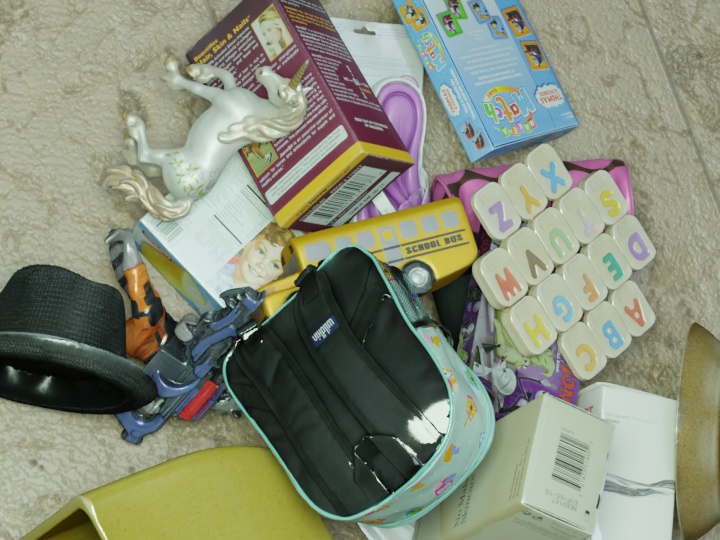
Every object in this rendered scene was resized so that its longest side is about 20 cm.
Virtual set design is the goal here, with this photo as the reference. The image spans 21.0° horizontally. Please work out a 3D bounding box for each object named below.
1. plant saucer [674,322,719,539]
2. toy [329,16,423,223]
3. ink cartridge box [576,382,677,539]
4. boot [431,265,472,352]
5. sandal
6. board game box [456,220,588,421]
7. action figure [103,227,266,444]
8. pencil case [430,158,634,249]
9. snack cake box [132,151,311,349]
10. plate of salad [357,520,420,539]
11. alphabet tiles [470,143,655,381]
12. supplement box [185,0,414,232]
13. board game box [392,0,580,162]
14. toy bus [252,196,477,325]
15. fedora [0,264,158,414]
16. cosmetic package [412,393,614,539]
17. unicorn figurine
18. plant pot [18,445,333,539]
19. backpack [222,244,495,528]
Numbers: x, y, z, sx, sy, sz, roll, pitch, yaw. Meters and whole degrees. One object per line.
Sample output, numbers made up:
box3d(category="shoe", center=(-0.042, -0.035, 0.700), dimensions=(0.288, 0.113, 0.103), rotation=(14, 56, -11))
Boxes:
box3d(category="plant saucer", center=(0.316, 0.147, 1.750), dimensions=(0.035, 0.200, 0.201), rotation=(1, 73, 18))
box3d(category="toy", center=(-0.004, -0.130, 1.803), dimensions=(0.115, 0.047, 0.201), rotation=(4, 80, -15))
box3d(category="ink cartridge box", center=(0.214, 0.214, 1.724), dimensions=(0.083, 0.147, 0.201), rotation=(12, 73, -14))
box3d(category="boot", center=(0.092, 0.077, 1.729), dimensions=(0.198, 0.073, 0.163), rotation=(2, 65, -29))
box3d(category="sandal", center=(0.032, -0.075, 1.755), dimensions=(0.082, 0.050, 0.203), rotation=(-3, 89, -24))
box3d(category="board game box", center=(0.145, 0.053, 1.712), dimensions=(0.120, 0.032, 0.201), rotation=(29, 56, -28))
box3d(category="action figure", center=(-0.156, 0.044, 1.673), dimensions=(0.194, 0.200, 0.105), rotation=(48, 27, -8))
box3d(category="pencil case", center=(0.164, -0.052, 1.812), dimensions=(0.199, 0.091, 0.094), rotation=(-9, 48, -18))
box3d(category="snack cake box", center=(-0.096, -0.001, 1.732), dimensions=(0.200, 0.067, 0.115), rotation=(47, 68, 0))
box3d(category="plate of salad", center=(0.067, 0.182, 1.743), dimensions=(0.199, 0.048, 0.201), rotation=(10, 65, -24))
box3d(category="alphabet tiles", center=(0.184, -0.009, 1.732), dimensions=(0.200, 0.015, 0.196), rotation=(-36, 97, -38))
box3d(category="supplement box", center=(-0.055, -0.144, 1.719), dimensions=(0.086, 0.110, 0.200), rotation=(8, 47, -55))
box3d(category="board game box", center=(0.114, -0.208, 1.828), dimensions=(0.151, 0.037, 0.200), rotation=(-18, 79, -50))
box3d(category="toy bus", center=(0.000, 0.000, 1.686), dimensions=(0.199, 0.065, 0.079), rotation=(-15, 79, -17))
box3d(category="fedora", center=(-0.252, 0.052, 1.602), dimensions=(0.200, 0.201, 0.092), rotation=(16, 71, -12))
box3d(category="cosmetic package", center=(0.125, 0.187, 1.623), dimensions=(0.073, 0.200, 0.104), rotation=(25, 60, -17))
box3d(category="unicorn figurine", center=(-0.127, -0.127, 1.673), dimensions=(0.137, 0.074, 0.200), rotation=(37, 105, 23))
box3d(category="plant pot", center=(-0.134, 0.248, 1.599), dimensions=(0.200, 0.194, 0.196), rotation=(-27, 85, -32))
box3d(category="backpack", center=(0.010, 0.108, 1.570), dimensions=(0.176, 0.153, 0.200), rotation=(-41, 55, 10))
